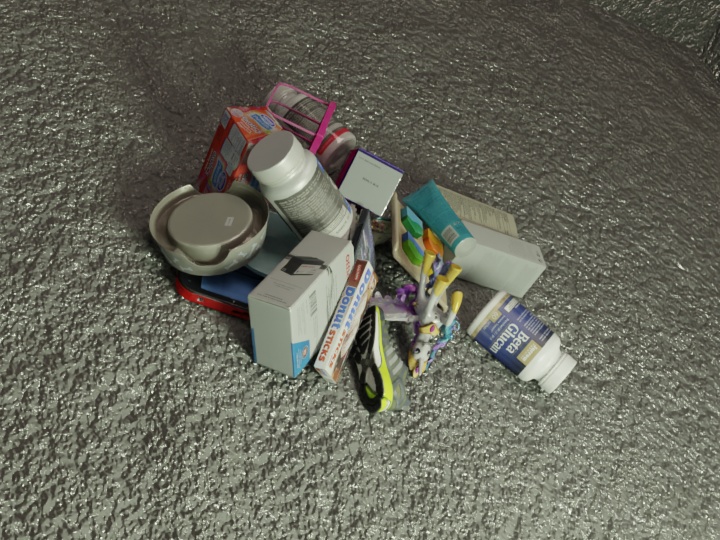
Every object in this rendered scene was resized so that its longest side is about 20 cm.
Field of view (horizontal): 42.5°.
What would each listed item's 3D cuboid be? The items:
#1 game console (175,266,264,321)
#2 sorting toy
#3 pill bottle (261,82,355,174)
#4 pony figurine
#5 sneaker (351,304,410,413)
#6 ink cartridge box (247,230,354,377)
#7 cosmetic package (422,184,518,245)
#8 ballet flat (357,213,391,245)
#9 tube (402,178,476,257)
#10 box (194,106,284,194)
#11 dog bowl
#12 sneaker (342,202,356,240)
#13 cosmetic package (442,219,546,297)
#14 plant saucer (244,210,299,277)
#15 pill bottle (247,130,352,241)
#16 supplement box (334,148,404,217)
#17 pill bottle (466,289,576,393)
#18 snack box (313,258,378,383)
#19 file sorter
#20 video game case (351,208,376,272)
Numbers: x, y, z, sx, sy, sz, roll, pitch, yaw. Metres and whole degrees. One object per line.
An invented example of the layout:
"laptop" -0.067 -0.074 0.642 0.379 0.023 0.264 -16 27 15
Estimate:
"game console" -0.217 0.009 1.599 0.199 0.031 0.177 21 38 -18
"sorting toy" 0.121 -0.040 1.827 0.200 0.036 0.186 49 26 -33
"pill bottle" -0.114 -0.305 1.966 0.200 0.111 0.111 43 37 13
"pony figurine" 0.115 0.070 1.676 0.166 0.201 0.193 12 25 -16
"sneaker" 0.037 0.155 1.590 0.081 0.074 0.201 18 54 -38
"ink cartridge box" -0.092 0.051 1.510 0.083 0.146 0.200 17 41 23
"cosmetic package" 0.233 -0.095 2.010 0.199 0.087 0.104 20 37 -16
"ballet flat" -0.001 -0.079 1.846 0.199 0.076 0.064 10 73 -22
"tube" 0.163 -0.108 1.891 0.200 0.077 0.050 55 -3 38
"box" -0.216 -0.190 1.682 0.095 0.200 0.100 -8 52 -38
"dog bowl" -0.250 -0.070 1.557 0.199 0.059 0.201 -2 44 2
"sneaker" -0.049 -0.047 1.727 0.080 0.077 0.201 4 56 1
"cosmetic package" 0.278 -0.023 1.951 0.199 0.102 0.071 17 38 -22
"plant saucer" -0.162 -0.036 1.650 0.200 0.039 0.201 21 32 -14
"pill bottle" -0.106 -0.140 1.609 0.200 0.113 0.114 53 19 -41
"supplement box" 0.009 -0.177 1.848 0.101 0.104 0.200 27 4 -7
"pill bottle" 0.313 0.141 1.781 0.200 0.111 0.111 41 37 10
"snack box" -0.023 0.084 1.544 0.024 0.072 0.201 14 69 23
"file sorter" -0.151 -0.240 1.793 0.125 0.200 0.139 25 37 -7
"video game case" 0.000 0.000 1.691 0.019 0.143 0.200 0 35 11
